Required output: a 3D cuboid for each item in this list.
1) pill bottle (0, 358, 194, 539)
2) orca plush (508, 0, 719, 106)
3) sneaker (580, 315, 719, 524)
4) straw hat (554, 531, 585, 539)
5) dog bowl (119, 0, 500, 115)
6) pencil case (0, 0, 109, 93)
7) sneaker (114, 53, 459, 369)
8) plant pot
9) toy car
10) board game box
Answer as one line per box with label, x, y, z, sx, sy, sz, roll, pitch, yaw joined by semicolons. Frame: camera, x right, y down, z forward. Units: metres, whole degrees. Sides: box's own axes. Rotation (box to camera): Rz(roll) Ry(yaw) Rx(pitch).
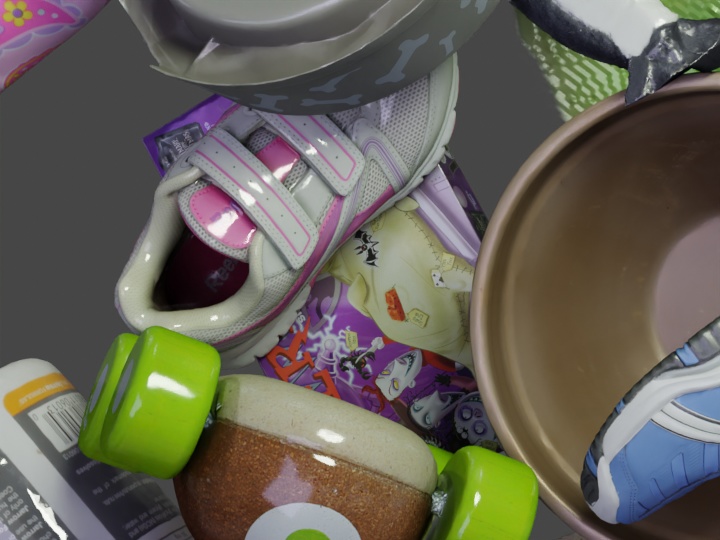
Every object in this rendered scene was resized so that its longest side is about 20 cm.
pill bottle;-0.122;0.146;1.054;0.116;0.116;0.200;-44;81;18
orca plush;0.094;-0.142;0.971;0.200;0.071;0.105;42;100;34
sneaker;0.167;0.041;0.869;0.200;0.076;0.077;-37;80;20
straw hat;0.115;0.213;0.997;0.201;0.085;0.201;2;97;19
dog bowl;-0.018;-0.153;0.952;0.200;0.059;0.200;-11;63;23
pencil case;-0.174;-0.125;1.060;0.200;0.087;0.088;-36;84;18
sneaker;-0.032;-0.035;0.990;0.081;0.088;0.200;37;107;12
plant pot;0.151;0.019;0.961;0.200;0.093;0.201;2;98;19
toy car;-0.048;0.144;0.940;0.164;0.158;0.200;21;82;-11
board game box;0.000;0.000;1.045;0.120;0.032;0.200;-30;86;23
